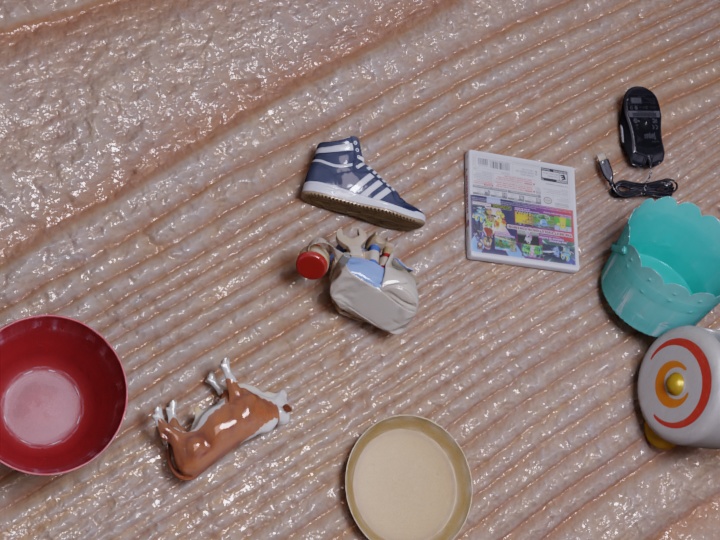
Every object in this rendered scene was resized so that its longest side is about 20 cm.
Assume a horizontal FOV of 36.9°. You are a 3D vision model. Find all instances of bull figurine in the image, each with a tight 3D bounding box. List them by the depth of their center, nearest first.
[{"bbox_3d":[-0.188,0.199,1.479,0.199,0.065,0.122,-34,83,-28],"label":"bull figurine"}]

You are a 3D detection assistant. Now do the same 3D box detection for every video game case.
[{"bbox_3d":[0.264,-0.096,1.764,0.198,0.023,0.185,8,71,-19],"label":"video game case"}]

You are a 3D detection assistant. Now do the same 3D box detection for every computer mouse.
[{"bbox_3d":[0.463,-0.215,1.868,0.139,0.046,0.203,-8,81,-18],"label":"computer mouse"}]

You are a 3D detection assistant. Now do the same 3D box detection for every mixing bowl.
[{"bbox_3d":[-0.404,0.167,1.383,0.198,0.108,0.203,6,72,-18],"label":"mixing bowl"}]

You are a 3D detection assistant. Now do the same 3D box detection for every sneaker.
[{"bbox_3d":[0.014,-0.136,1.657,0.198,0.070,0.110,16,70,-12],"label":"sneaker"}]

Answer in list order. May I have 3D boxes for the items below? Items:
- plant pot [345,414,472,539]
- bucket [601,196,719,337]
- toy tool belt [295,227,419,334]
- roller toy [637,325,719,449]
[{"bbox_3d":[0.067,0.311,1.559,0.198,0.027,0.203,6,72,-19],"label":"plant pot"},{"bbox_3d":[0.492,-0.002,1.729,0.205,0.135,0.209,10,50,-12],"label":"bucket"},{"bbox_3d":[0.000,0.000,1.598,0.199,0.125,0.123,30,34,-13],"label":"toy tool belt"},{"bbox_3d":[0.527,0.182,1.677,0.138,0.199,0.185,10,73,-30],"label":"roller toy"}]
